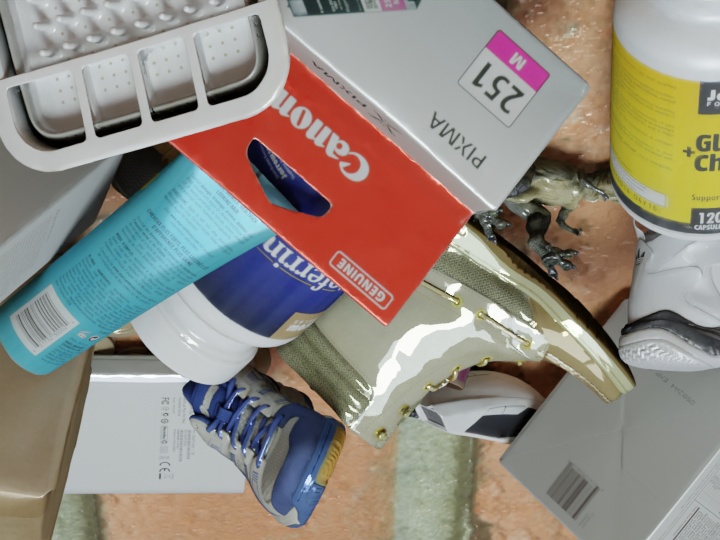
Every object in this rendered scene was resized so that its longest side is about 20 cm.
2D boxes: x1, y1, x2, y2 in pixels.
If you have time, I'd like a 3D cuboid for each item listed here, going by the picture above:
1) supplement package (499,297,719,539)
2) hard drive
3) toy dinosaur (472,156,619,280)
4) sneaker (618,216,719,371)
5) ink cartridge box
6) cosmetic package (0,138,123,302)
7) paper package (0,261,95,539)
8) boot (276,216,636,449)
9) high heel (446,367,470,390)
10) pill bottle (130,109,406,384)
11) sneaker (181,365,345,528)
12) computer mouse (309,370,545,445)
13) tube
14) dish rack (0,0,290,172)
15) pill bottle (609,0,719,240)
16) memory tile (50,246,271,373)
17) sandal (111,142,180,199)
[{"bbox_3d":[0.235,0.152,1.364,0.151,0.152,0.200,-51,129,3],"label":"supplement package"},{"bbox_3d":[-0.178,0.110,1.381,0.198,0.026,0.133,1,136,-7],"label":"hard drive"},{"bbox_3d":[0.099,-0.048,1.230,0.198,0.089,0.048,12,136,-18],"label":"toy dinosaur"},{"bbox_3d":[0.260,0.006,1.249,0.198,0.116,0.075,1,175,-14],"label":"sneaker"},{"bbox_3d":[-0.001,-0.098,1.080,0.200,0.044,0.174,40,80,-9],"label":"ink cartridge box"},{"bbox_3d":[-0.232,-0.033,1.114,0.101,0.200,0.074,36,130,8],"label":"cosmetic package"},{"bbox_3d":[-0.276,0.079,1.229,0.198,0.192,0.104,11,139,-4],"label":"paper package"},{"bbox_3d":[0.063,0.057,1.256,0.200,0.072,0.155,38,98,-11],"label":"boot"},{"bbox_3d":[0.000,0.000,1.314,0.199,0.097,0.067,25,170,-12],"label":"high heel"},{"bbox_3d":[-0.051,-0.026,1.193,0.115,0.116,0.200,28,123,-31],"label":"pill bottle"},{"bbox_3d":[-0.070,0.105,1.248,0.088,0.200,0.076,29,88,-15],"label":"sneaker"},{"bbox_3d":[0.064,0.088,1.381,0.199,0.109,0.044,12,96,-32],"label":"computer mouse"},{"bbox_3d":[-0.131,-0.007,1.144,0.199,0.051,0.077,-33,119,27],"label":"tube"},{"bbox_3d":[-0.128,-0.165,1.039,0.170,0.044,0.202,-14,92,17],"label":"dish rack"},{"bbox_3d":[0.203,-0.122,1.149,0.111,0.113,0.201,-7,137,0],"label":"pill bottle"},{"bbox_3d":[-0.175,0.065,1.366,0.199,0.017,0.153,26,127,-30],"label":"memory tile"},{"bbox_3d":[-0.094,-0.105,1.172,0.081,0.055,0.200,25,128,-29],"label":"sandal"}]
